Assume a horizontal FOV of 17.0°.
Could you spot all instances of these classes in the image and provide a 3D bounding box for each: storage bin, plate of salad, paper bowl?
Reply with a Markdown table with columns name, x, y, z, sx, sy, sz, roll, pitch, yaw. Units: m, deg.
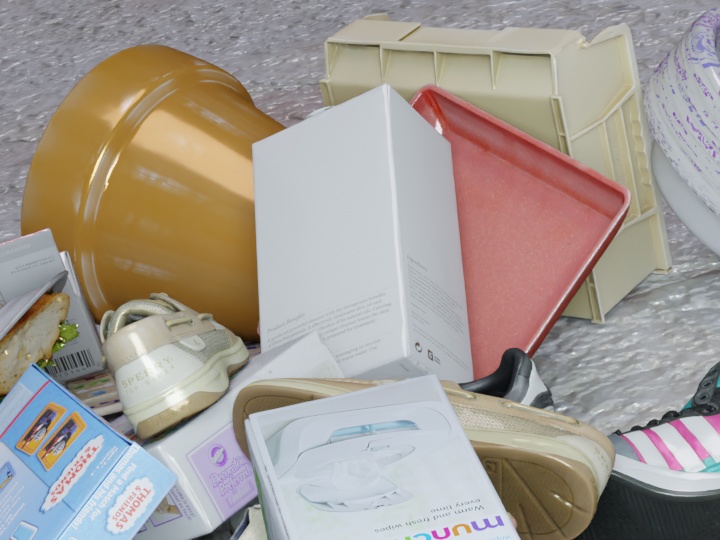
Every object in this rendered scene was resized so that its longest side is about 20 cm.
| name | x | y | z | sx | sy | sz | roll | pitch | yaw |
| --- | --- | --- | --- | --- | --- | --- | --- | --- | --- |
| storage bin | 0.089 | -0.077 | 1.642 | 0.200 | 0.199 | 0.094 | 8 | 32 | 37 |
| plate of salad | -0.234 | 0.084 | 1.479 | 0.200 | 0.048 | 0.200 | -52 | 1 | 2 |
| paper bowl | 0.273 | -0.071 | 1.592 | 0.200 | 0.104 | 0.201 | 26 | 32 | -18 |

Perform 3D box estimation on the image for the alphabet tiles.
| name | x | y | z | sx | sy | sz | roll | pitch | yaw |
| --- | --- | --- | --- | --- | --- | --- | --- | --- | --- |
| alphabet tiles | -0.137 | 0.071 | 1.561 | 0.167 | 0.008 | 0.200 | -14 | 5 | -9 |

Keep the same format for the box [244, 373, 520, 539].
| name | x | y | z | sx | sy | sz | roll | pitch | yaw |
| --- | --- | --- | --- | --- | --- | --- | --- | --- | --- |
| box | 0.022 | 0.177 | 1.044 | 0.097 | 0.200 | 0.177 | -14 | 26 | -7 |

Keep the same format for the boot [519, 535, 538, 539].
| name | x | y | z | sx | sy | sz | roll | pitch | yaw |
| --- | --- | --- | --- | --- | --- | --- | --- | --- | --- |
| boot | 0.039 | 0.161 | 1.252 | 0.095 | 0.074 | 0.200 | -18 | 23 | -33 |

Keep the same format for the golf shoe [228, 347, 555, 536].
| name | x | y | z | sx | sy | sz | roll | pitch | yaw |
| --- | --- | --- | --- | --- | --- | --- | --- | --- | --- |
| golf shoe | 0.015 | 0.102 | 1.384 | 0.200 | 0.092 | 0.073 | -18 | 28 | -13 |

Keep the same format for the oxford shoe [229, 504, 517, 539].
| name | x | y | z | sx | sy | sz | roll | pitch | yaw |
| --- | --- | --- | --- | --- | --- | --- | --- | --- | --- |
| oxford shoe | -0.021 | 0.141 | 1.166 | 0.200 | 0.074 | 0.071 | -21 | -5 | -14 |

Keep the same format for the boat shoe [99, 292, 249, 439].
| name | x | y | z | sx | sy | sz | roll | pitch | yaw |
| --- | --- | --- | --- | --- | --- | --- | --- | --- | --- |
| boat shoe | -0.109 | 0.042 | 1.333 | 0.072 | 0.065 | 0.200 | -29 | 5 | 3 |

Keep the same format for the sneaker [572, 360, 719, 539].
| name | x | y | z | sx | sy | sz | roll | pitch | yaw |
| --- | --- | --- | --- | --- | --- | --- | --- | --- | --- |
| sneaker | 0.173 | 0.100 | 1.322 | 0.200 | 0.084 | 0.121 | 2 | 29 | 11 |

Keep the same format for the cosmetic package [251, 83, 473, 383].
| name | x | y | z | sx | sy | sz | roll | pitch | yaw |
| --- | --- | --- | --- | --- | --- | --- | --- | --- | --- |
| cosmetic package | 0.000 | 0.000 | 1.479 | 0.108 | 0.085 | 0.200 | -21 | 52 | 26 |

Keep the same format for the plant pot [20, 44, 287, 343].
| name | x | y | z | sx | sy | sz | roll | pitch | yaw |
| --- | --- | --- | --- | --- | --- | --- | --- | --- | --- |
| plant pot | -0.099 | -0.034 | 1.659 | 0.183 | 0.200 | 0.200 | 22 | 37 | 31 |

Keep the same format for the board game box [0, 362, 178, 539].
| name | x | y | z | sx | sy | sz | roll | pitch | yaw |
| --- | --- | --- | --- | --- | --- | --- | --- | --- | --- |
| board game box | -0.182 | 0.135 | 1.262 | 0.151 | 0.037 | 0.200 | -52 | 22 | -6 |

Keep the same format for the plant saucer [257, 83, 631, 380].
| name | x | y | z | sx | sy | sz | roll | pitch | yaw |
| --- | --- | --- | --- | --- | --- | --- | --- | --- | --- |
| plant saucer | 0.056 | 0.003 | 1.520 | 0.200 | 0.037 | 0.200 | 32 | 86 | 43 |

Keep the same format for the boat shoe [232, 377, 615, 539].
| name | x | y | z | sx | sy | sz | roll | pitch | yaw |
| --- | --- | --- | --- | --- | --- | --- | --- | --- | --- |
| boat shoe | 0.032 | 0.091 | 1.258 | 0.200 | 0.071 | 0.065 | 14 | 30 | 15 |

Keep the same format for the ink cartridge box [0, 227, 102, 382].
| name | x | y | z | sx | sy | sz | roll | pitch | yaw |
| --- | --- | --- | --- | --- | --- | --- | --- | --- | --- |
| ink cartridge box | -0.279 | 0.035 | 1.565 | 0.200 | 0.176 | 0.045 | -18 | 57 | -4 |

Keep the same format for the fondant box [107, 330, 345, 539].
| name | x | y | z | sx | sy | sz | roll | pitch | yaw |
| --- | --- | --- | --- | --- | --- | --- | --- | --- | --- |
| fondant box | -0.115 | 0.114 | 1.363 | 0.200 | 0.058 | 0.144 | -26 | 7 | 44 |
